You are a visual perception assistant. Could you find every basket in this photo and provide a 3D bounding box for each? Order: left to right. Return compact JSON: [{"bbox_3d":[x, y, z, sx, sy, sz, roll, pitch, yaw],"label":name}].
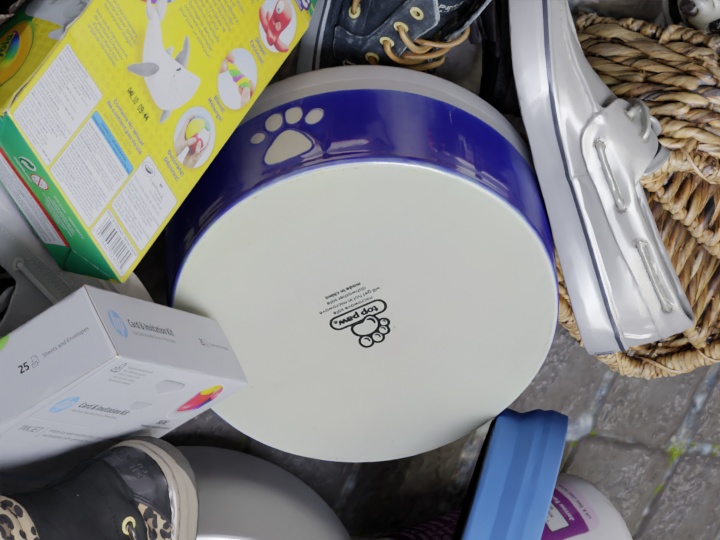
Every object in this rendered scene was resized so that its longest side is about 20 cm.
[{"bbox_3d":[0.183,-0.024,1.297,0.200,0.142,0.150,41,72,-45],"label":"basket"}]

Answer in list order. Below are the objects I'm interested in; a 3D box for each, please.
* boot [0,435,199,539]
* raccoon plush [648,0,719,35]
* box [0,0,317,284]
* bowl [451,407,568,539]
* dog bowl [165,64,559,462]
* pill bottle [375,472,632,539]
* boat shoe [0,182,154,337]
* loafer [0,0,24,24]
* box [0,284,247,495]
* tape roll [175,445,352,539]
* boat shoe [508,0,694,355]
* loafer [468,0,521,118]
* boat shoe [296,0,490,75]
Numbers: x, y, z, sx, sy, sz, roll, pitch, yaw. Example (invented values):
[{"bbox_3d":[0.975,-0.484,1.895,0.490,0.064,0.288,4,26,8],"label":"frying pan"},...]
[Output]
[{"bbox_3d":[-0.139,0.180,1.056,0.150,0.073,0.202,-5,105,-61],"label":"boot"},{"bbox_3d":[0.251,-0.175,1.320,0.199,0.097,0.135,-8,129,-32],"label":"raccoon plush"},{"bbox_3d":[-0.097,-0.108,1.102,0.200,0.048,0.118,-54,136,-27],"label":"box"},{"bbox_3d":[0.062,0.166,1.235,0.039,0.201,0.202,18,111,3],"label":"bowl"},{"bbox_3d":[0.000,0.000,1.194,0.198,0.079,0.201,-2,129,-2],"label":"dog bowl"},{"bbox_3d":[0.059,0.200,1.392,0.199,0.112,0.113,-16,125,-27],"label":"pill bottle"},{"bbox_3d":[-0.162,-0.002,1.128,0.069,0.072,0.200,-52,136,-22],"label":"boat shoe"},{"bbox_3d":[-0.192,-0.123,1.035,0.200,0.071,0.073,-48,110,-8],"label":"loafer"},{"bbox_3d":[-0.168,0.081,1.091,0.199,0.041,0.156,-31,165,13],"label":"box"},{"bbox_3d":[-0.085,0.208,1.224,0.201,0.139,0.204,-2,105,-6],"label":"tape roll"},{"bbox_3d":[0.121,-0.057,1.176,0.065,0.072,0.202,-12,99,12],"label":"boat shoe"},{"bbox_3d":[0.072,-0.178,1.213,0.062,0.072,0.202,2,111,-14],"label":"loafer"},{"bbox_3d":[0.022,-0.125,1.183,0.070,0.091,0.202,-11,122,-30],"label":"boat shoe"}]
